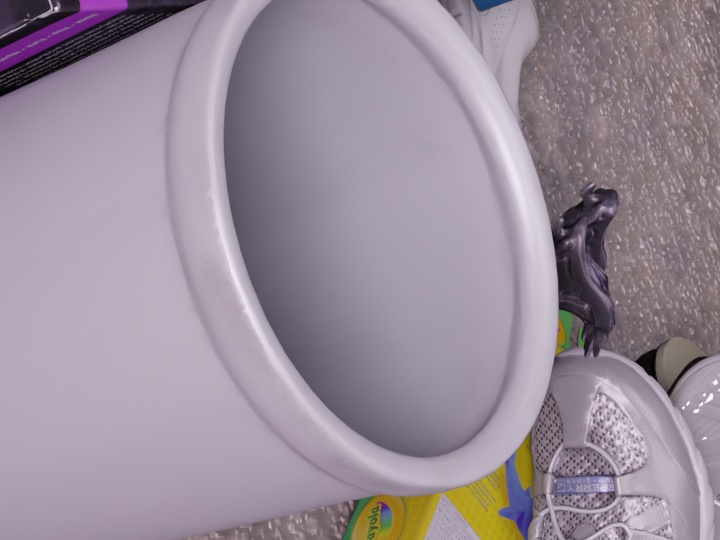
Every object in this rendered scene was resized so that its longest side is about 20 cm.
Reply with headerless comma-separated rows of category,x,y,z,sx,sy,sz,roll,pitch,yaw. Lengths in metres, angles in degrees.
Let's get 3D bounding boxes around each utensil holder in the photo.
utensil holder,-0.064,0.006,0.726,0.170,0.200,0.171,25,57,-46

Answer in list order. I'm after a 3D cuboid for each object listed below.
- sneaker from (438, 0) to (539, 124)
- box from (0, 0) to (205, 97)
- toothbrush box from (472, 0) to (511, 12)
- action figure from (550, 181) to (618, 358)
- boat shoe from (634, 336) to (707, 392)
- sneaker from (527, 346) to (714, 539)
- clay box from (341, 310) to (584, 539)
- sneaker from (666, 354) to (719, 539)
sneaker,0.044,-0.146,1.047,0.099,0.078,0.201,23,67,-54
box,-0.091,-0.086,0.777,0.200,0.143,0.036,-11,83,-54
toothbrush box,0.064,-0.237,0.946,0.200,0.085,0.146,61,37,-18
action figure,0.000,0.000,0.882,0.119,0.199,0.102,-85,-177,-64
boat shoe,0.180,0.124,1.106,0.202,0.063,0.074,59,37,-21
sneaker,0.103,0.131,0.912,0.082,0.075,0.201,0,81,-58
clay box,0.060,0.098,0.974,0.115,0.047,0.200,55,38,-27
sneaker,0.147,0.131,1.018,0.077,0.082,0.201,21,96,-5
